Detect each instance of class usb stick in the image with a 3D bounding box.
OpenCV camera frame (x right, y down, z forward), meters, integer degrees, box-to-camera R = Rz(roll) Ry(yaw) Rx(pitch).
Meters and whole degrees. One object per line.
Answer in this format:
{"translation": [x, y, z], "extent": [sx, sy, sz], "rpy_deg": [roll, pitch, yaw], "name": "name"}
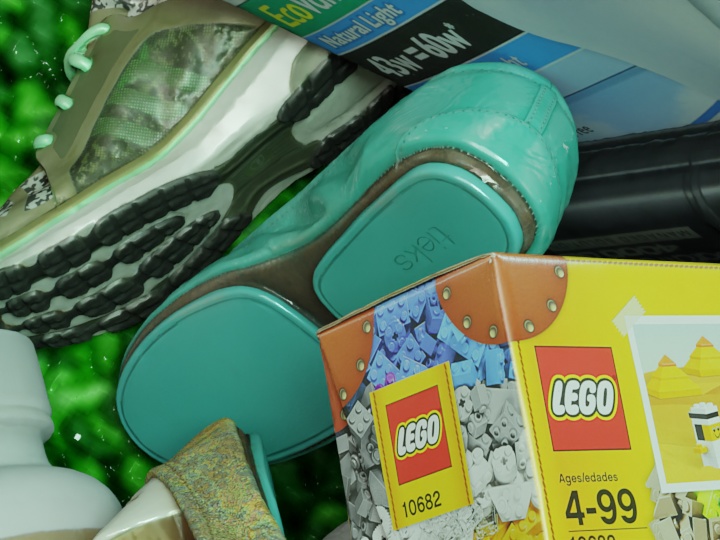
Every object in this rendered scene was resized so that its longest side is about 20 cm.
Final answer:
{"translation": [0.087, -0.019, 0.732], "extent": [0.055, 0.200, 0.033], "rpy_deg": [25, 74, -28], "name": "usb stick"}

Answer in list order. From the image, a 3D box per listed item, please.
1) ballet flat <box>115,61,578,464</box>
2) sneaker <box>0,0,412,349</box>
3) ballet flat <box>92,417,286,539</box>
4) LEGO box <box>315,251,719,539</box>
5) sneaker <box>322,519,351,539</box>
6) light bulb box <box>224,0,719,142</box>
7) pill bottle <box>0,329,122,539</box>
{"translation": [0.000, 0.000, 0.769], "extent": [0.067, 0.200, 0.070], "rpy_deg": [44, 48, -8], "name": "ballet flat"}
{"translation": [-0.068, -0.050, 0.823], "extent": [0.200, 0.077, 0.089], "rpy_deg": [-37, 65, -9], "name": "sneaker"}
{"translation": [-0.041, 0.092, 0.700], "extent": [0.071, 0.200, 0.071], "rpy_deg": [-5, 110, -13], "name": "ballet flat"}
{"translation": [0.097, 0.079, 0.701], "extent": [0.077, 0.200, 0.149], "rpy_deg": [-25, 70, 47], "name": "LEGO box"}
{"translation": [0.005, 0.166, 0.762], "extent": [0.076, 0.105, 0.200], "rpy_deg": [1, 48, 23], "name": "sneaker"}
{"translation": [0.076, -0.117, 0.708], "extent": [0.200, 0.198, 0.125], "rpy_deg": [24, 74, -16], "name": "light bulb box"}
{"translation": [-0.112, 0.124, 0.761], "extent": [0.111, 0.111, 0.200], "rpy_deg": [-17, 75, 4], "name": "pill bottle"}
